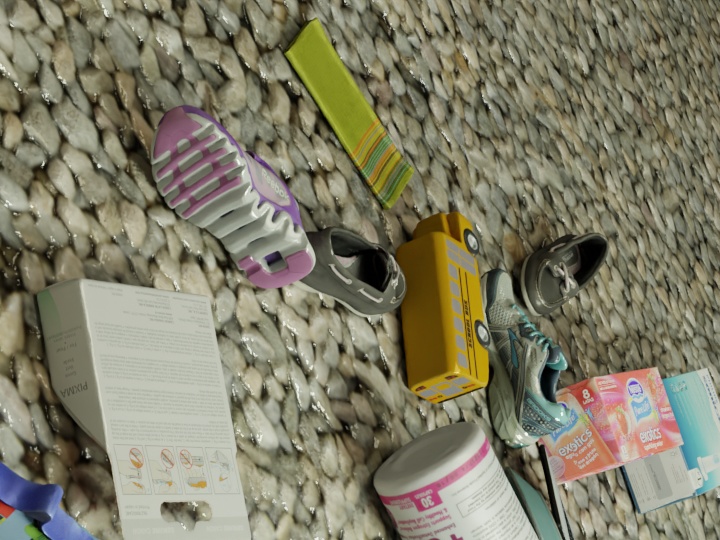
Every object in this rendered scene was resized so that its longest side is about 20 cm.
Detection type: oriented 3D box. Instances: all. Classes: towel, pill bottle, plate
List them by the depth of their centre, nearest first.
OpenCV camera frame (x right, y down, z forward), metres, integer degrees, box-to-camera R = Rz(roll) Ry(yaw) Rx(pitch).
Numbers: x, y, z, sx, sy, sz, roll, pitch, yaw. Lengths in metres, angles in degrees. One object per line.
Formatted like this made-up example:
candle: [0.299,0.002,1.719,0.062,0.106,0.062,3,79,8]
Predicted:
pill bottle: [0.104,0.252,1.561,0.201,0.113,0.113,62,29,-10]
plate: [0.188,0.285,1.675,0.200,0.025,0.201,159,-90,-89]
towel: [-0.010,-0.162,1.757,0.201,0.018,0.086,57,29,-19]

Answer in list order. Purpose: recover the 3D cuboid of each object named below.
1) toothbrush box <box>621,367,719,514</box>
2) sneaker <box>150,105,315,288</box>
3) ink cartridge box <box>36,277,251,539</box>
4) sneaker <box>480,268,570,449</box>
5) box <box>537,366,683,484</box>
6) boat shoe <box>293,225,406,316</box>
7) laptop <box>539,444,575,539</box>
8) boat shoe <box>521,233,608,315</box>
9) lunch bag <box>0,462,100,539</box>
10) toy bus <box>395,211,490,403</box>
toothbrush box: [0.391,0.209,2.113,0.200,0.085,0.147,-6,75,-60]
sneaker: [-0.111,-0.075,1.469,0.200,0.080,0.089,51,26,-37]
ink cartridge box: [-0.161,0.111,1.283,0.161,0.050,0.201,11,65,-57]
sneaker: [0.182,0.088,1.837,0.077,0.086,0.201,19,55,-55]
box: [0.281,0.175,1.938,0.200,0.094,0.103,0,69,-60]
boat shoe: [0.000,0.000,1.617,0.200,0.057,0.067,16,57,-55]
laptop: [0.274,0.291,1.760,0.187,0.115,0.201,-90,161,-71]
boat shoe: [0.245,-0.004,2.026,0.067,0.057,0.200,64,28,-7]
lunch bag: [-0.244,0.155,0.939,0.151,0.199,0.094,48,34,-32]
toy bus: [0.082,0.033,1.729,0.078,0.065,0.201,29,47,-47]
